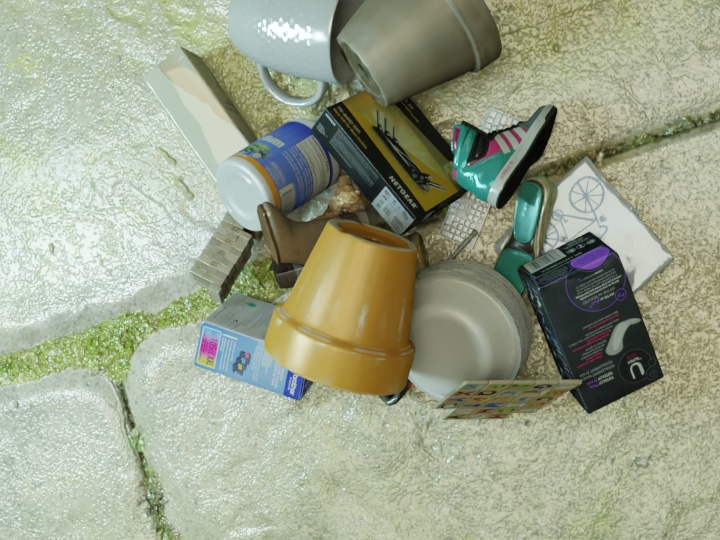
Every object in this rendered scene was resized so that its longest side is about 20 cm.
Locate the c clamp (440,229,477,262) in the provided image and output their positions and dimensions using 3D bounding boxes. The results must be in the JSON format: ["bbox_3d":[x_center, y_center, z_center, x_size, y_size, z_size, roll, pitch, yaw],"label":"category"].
[{"bbox_3d":[0.166,0.072,1.683,0.171,0.027,0.200,-41,85,13],"label":"c clamp"}]

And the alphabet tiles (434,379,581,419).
[{"bbox_3d":[0.188,0.180,1.592,0.165,0.200,0.008,1,69,-15],"label":"alphabet tiles"}]

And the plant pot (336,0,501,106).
[{"bbox_3d":[0.067,-0.325,1.591,0.173,0.200,0.201,-37,85,-4],"label":"plant pot"}]

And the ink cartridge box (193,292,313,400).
[{"bbox_3d":[-0.123,0.113,1.683,0.198,0.136,0.077,16,111,11],"label":"ink cartridge box"}]

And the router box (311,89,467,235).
[{"bbox_3d":[0.049,-0.164,1.635,0.200,0.157,0.052,50,136,7],"label":"router box"}]

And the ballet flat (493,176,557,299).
[{"bbox_3d":[0.237,-0.033,1.631,0.067,0.062,0.202,26,107,35],"label":"ballet flat"}]

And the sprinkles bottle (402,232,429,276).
[{"bbox_3d":[0.000,0.000,1.696,0.198,0.068,0.069,-15,89,10],"label":"sprinkles bottle"}]

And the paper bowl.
[{"bbox_3d":[0.133,0.095,1.614,0.198,0.104,0.203,9,113,22],"label":"paper bowl"}]

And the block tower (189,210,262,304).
[{"bbox_3d":[-0.179,-0.054,1.700,0.057,0.054,0.201,25,73,10],"label":"block tower"}]

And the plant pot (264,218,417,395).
[{"bbox_3d":[-0.009,0.039,1.522,0.198,0.200,0.185,19,103,10],"label":"plant pot"}]

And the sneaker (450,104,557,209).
[{"bbox_3d":[0.188,-0.179,1.623,0.120,0.084,0.200,26,54,18],"label":"sneaker"}]

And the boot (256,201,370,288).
[{"bbox_3d":[-0.057,-0.048,1.583,0.145,0.201,0.071,-20,59,-7],"label":"boot"}]

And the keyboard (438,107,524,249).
[{"bbox_3d":[0.176,-0.134,1.688,0.056,0.011,0.202,23,95,9],"label":"keyboard"}]

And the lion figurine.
[{"bbox_3d":[-0.068,-0.055,1.680,0.199,0.122,0.073,-37,85,10],"label":"lion figurine"}]

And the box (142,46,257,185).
[{"bbox_3d":[-0.227,-0.224,1.722,0.077,0.095,0.201,-36,86,9],"label":"box"}]

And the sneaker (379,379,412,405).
[{"bbox_3d":[0.013,0.107,1.663,0.077,0.082,0.201,-30,104,21],"label":"sneaker"}]

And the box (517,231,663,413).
[{"bbox_3d":[0.313,0.070,1.578,0.121,0.106,0.202,-25,108,-1],"label":"box"}]

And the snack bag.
[{"bbox_3d":[0.323,-0.029,1.657,0.189,0.021,0.200,-44,83,9],"label":"snack bag"}]

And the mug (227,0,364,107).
[{"bbox_3d":[-0.096,-0.334,1.680,0.173,0.148,0.202,13,124,18],"label":"mug"}]

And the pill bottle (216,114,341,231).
[{"bbox_3d":[-0.099,-0.149,1.646,0.111,0.199,0.113,28,137,30],"label":"pill bottle"}]
